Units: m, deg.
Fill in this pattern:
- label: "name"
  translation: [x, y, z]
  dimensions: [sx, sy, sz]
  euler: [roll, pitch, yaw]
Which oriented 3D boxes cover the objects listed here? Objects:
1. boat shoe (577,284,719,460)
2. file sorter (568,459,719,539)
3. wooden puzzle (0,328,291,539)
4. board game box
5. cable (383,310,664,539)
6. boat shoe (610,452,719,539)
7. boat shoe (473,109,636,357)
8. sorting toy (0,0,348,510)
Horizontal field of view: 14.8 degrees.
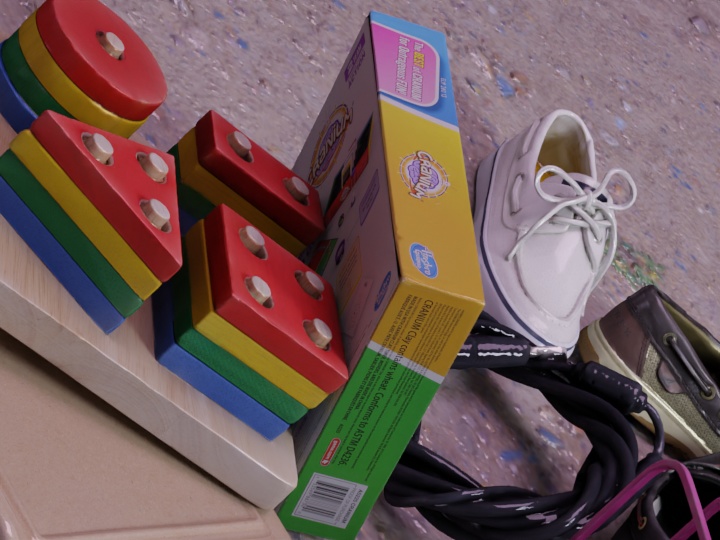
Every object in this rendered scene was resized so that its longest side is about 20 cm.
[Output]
- label: "boat shoe"
  translation: [0.211, 0.080, 1.558]
  dimensions: [0.200, 0.065, 0.073]
  euler: [33, 28, -25]
- label: "file sorter"
  translation: [0.181, 0.196, 1.285]
  dimensions: [0.200, 0.139, 0.126]
  euler: [30, 28, -27]
- label: "wooden puzzle"
  translation: [-0.129, 0.053, 1.159]
  dimensions: [0.200, 0.037, 0.185]
  euler: [8, 45, -57]
- label: "board game box"
  translation: [0.000, 0.000, 1.272]
  dimensions: [0.040, 0.153, 0.200]
  euler: [15, 37, -17]
- label: "cable"
  translation: [0.064, 0.070, 1.358]
  dimensions: [0.163, 0.051, 0.200]
  euler: [38, 30, 13]
- label: "boat shoe"
  translation: [0.178, 0.135, 1.444]
  dimensions: [0.074, 0.063, 0.201]
  euler: [47, 26, 8]
- label: "boat shoe"
  translation: [0.112, -0.028, 1.541]
  dimensions: [0.075, 0.086, 0.202]
  euler: [37, 28, -16]
- label: "sorting toy"
  translation: [-0.094, -0.026, 1.209]
  dimensions: [0.199, 0.070, 0.200]
  euler: [37, 23, -27]
